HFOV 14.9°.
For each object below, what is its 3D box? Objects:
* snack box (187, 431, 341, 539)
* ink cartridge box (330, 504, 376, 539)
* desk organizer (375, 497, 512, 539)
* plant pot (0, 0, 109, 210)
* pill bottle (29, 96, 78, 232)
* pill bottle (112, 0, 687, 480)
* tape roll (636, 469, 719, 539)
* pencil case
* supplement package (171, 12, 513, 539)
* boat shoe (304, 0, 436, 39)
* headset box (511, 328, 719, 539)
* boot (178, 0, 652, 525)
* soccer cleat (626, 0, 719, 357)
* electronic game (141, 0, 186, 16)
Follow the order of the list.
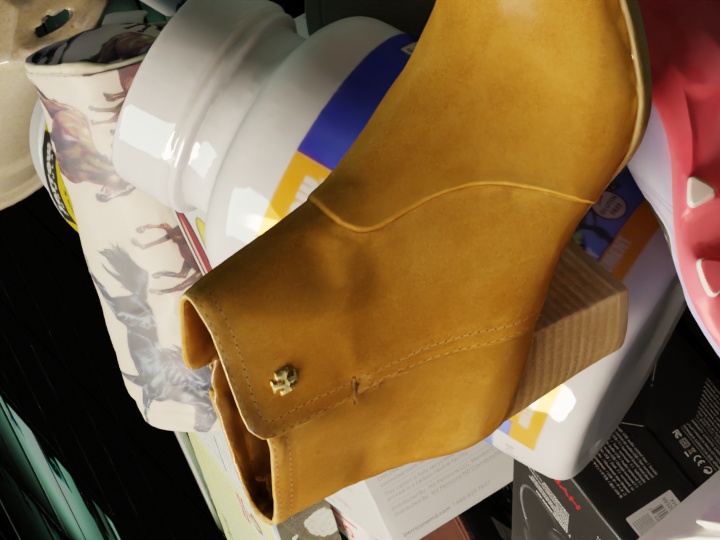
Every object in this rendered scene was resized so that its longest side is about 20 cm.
[{"bbox_3d":[-0.052,0.116,1.478,0.116,0.037,0.200,49,163,42],"label":"snack box"},{"bbox_3d":[-0.008,0.075,1.457,0.116,0.067,0.200,37,154,56],"label":"ink cartridge box"},{"bbox_3d":[0.057,0.172,1.282,0.072,0.077,0.200,35,-171,-19],"label":"desk organizer"},{"bbox_3d":[-0.224,-0.148,1.546,0.201,0.200,0.183,59,155,2],"label":"plant pot"},{"bbox_3d":[-0.099,-0.057,1.408,0.114,0.114,0.200,64,165,-19],"label":"pill bottle"},{"bbox_3d":[0.015,-0.021,0.973,0.200,0.112,0.112,30,158,12],"label":"pill bottle"},{"bbox_3d":[0.164,0.155,0.894,0.202,0.071,0.203,26,132,33],"label":"tape roll"},{"bbox_3d":[-0.088,-0.020,1.264,0.078,0.089,0.200,-7,112,27],"label":"pencil case"},{"bbox_3d":[0.000,0.000,1.200,0.114,0.109,0.200,28,145,63],"label":"supplement package"},{"bbox_3d":[0.016,-0.096,1.042,0.200,0.075,0.060,102,178,-48],"label":"boat shoe"},{"bbox_3d":[0.131,0.135,1.099,0.149,0.077,0.200,52,165,27],"label":"headset box"},{"bbox_3d":[0.011,-0.022,0.816,0.071,0.144,0.202,38,144,47],"label":"boot"},{"bbox_3d":[0.106,-0.044,0.866,0.200,0.067,0.076,60,176,3],"label":"soccer cleat"},{"bbox_3d":[-0.121,-0.217,1.308,0.200,0.042,0.200,157,90,-78],"label":"electronic game"}]
